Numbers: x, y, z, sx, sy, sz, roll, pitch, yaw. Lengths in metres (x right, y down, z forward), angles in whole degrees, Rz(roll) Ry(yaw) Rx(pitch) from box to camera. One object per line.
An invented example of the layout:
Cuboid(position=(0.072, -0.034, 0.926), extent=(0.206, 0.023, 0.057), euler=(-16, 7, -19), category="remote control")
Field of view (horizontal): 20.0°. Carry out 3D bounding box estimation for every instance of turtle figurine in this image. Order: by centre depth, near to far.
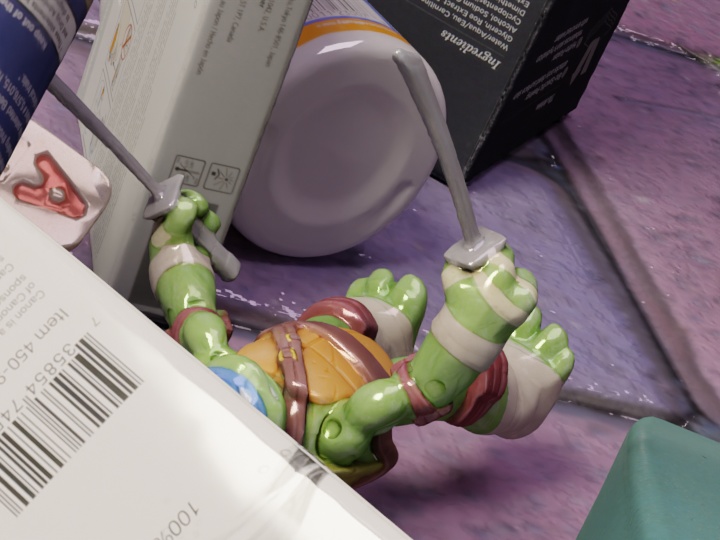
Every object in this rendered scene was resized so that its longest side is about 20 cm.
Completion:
Cuboid(position=(0.000, 0.000, 0.721), extent=(0.194, 0.144, 0.201), euler=(8, 64, -65), category="turtle figurine")

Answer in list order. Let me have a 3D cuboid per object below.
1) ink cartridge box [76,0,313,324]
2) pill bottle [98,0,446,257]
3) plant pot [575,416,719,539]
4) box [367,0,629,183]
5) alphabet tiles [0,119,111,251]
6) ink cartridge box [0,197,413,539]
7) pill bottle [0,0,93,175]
Cuboid(position=(-0.067, -0.107, 0.831), extent=(0.043, 0.200, 0.174), euler=(13, 28, -18), category="ink cartridge box")
Cuboid(position=(-0.054, -0.104, 0.944), extent=(0.112, 0.112, 0.200), euler=(4, 31, -36), category="pill bottle")
Cuboid(position=(0.114, 0.132, 0.606), extent=(0.141, 0.142, 0.200), euler=(22, 19, -5), category="plant pot")
Cuboid(position=(0.080, -0.175, 1.091), extent=(0.117, 0.200, 0.197), euler=(31, 26, 13), category="box")
Cuboid(position=(-0.189, -0.046, 0.692), extent=(0.195, 0.015, 0.200), euler=(37, 55, -7), category="alphabet tiles")
Cuboid(position=(-0.061, 0.101, 0.488), extent=(0.200, 0.147, 0.083), euler=(38, -11, 26), category="ink cartridge box")
Cuboid(position=(-0.166, -0.038, 0.611), extent=(0.111, 0.201, 0.111), euler=(23, -17, 7), category="pill bottle")
